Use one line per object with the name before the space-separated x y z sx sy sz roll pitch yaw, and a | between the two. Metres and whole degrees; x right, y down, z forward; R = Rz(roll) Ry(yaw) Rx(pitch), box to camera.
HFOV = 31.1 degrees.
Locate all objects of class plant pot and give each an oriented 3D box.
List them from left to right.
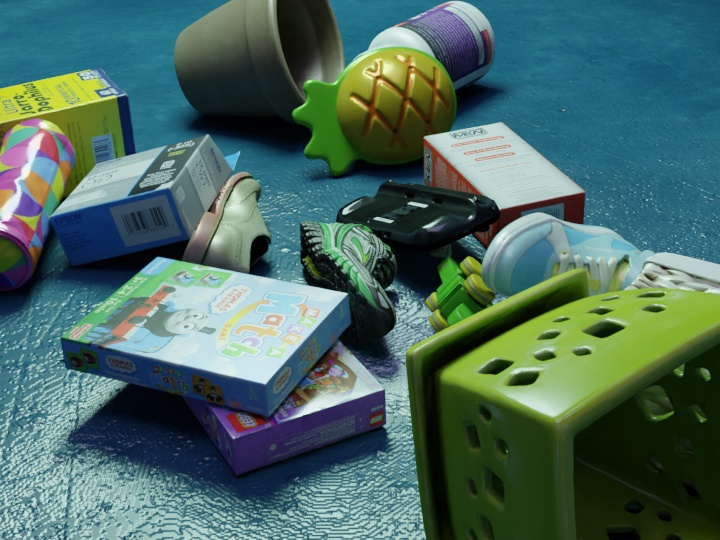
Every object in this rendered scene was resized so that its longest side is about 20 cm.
plant pot | -0.136 -0.273 1.641 0.173 0.201 0.200 -9 24 25
plant pot | 0.143 0.119 0.883 0.198 0.202 0.181 -23 29 -32

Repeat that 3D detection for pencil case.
pencil case | -0.354 -0.071 1.339 0.088 0.089 0.201 0 40 5

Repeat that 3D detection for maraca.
maraca | 0.019 -0.187 1.516 0.199 0.138 0.107 -19 0 -14

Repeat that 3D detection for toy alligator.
toy alligator | 0.099 0.022 1.208 0.054 0.059 0.200 40 16 -15

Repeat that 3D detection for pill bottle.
pill bottle | 0.077 -0.268 1.663 0.111 0.112 0.200 19 35 34

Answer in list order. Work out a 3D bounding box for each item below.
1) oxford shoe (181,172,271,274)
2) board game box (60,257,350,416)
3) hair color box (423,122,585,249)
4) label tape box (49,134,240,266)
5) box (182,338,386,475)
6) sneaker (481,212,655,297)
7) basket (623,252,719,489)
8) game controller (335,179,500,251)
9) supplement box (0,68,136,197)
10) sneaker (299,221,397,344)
oxford shoe | -0.127 -0.039 1.337 0.073 0.071 0.200 25 30 -3
board game box | -0.129 0.051 1.102 0.199 0.037 0.151 11 32 23
hair color box | 0.150 -0.090 1.389 0.101 0.062 0.200 -12 31 -16
label tape box | -0.225 -0.090 1.383 0.142 0.066 0.200 -12 28 19
box | -0.083 0.088 1.110 0.136 0.039 0.200 -15 31 -22
sneaker | 0.211 0.006 1.153 0.199 0.080 0.130 -4 25 -42
basket | 0.281 0.090 0.981 0.199 0.136 0.123 20 40 34
game controller | 0.054 -0.055 1.324 0.104 0.042 0.200 -33 23 -21
supplement box | -0.371 -0.149 1.492 0.199 0.110 0.109 -17 32 -23
sneaker | 0.000 0.000 1.222 0.084 0.079 0.200 -9 29 -12
